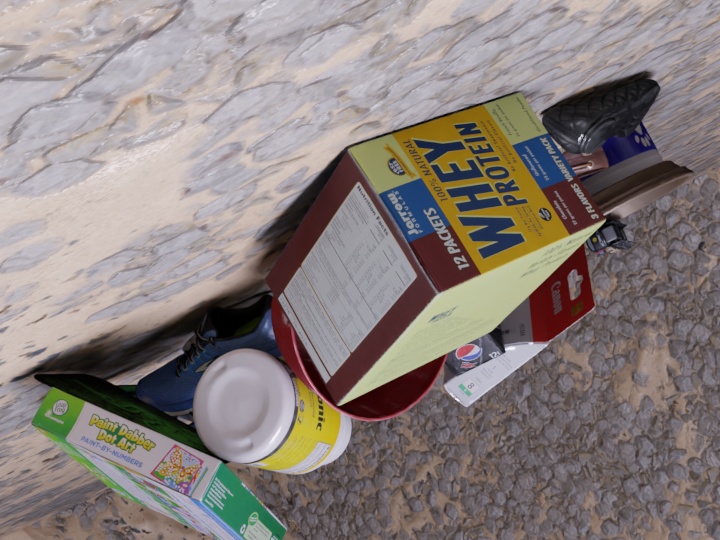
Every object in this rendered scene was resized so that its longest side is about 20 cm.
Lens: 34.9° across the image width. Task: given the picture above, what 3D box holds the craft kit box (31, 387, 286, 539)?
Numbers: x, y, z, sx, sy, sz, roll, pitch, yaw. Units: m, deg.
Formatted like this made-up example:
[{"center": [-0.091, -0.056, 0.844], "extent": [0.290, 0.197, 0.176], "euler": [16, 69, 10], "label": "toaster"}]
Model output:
[{"center": [-0.186, 0.199, 1.090], "extent": [0.049, 0.195, 0.201], "euler": [-65, 156, -22], "label": "craft kit box"}]

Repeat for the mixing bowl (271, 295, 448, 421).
[{"center": [-0.015, 0.041, 1.130], "extent": [0.198, 0.204, 0.108], "euler": [-21, -168, -36], "label": "mixing bowl"}]

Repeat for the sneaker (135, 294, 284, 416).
[{"center": [-0.162, 0.083, 1.244], "extent": [0.198, 0.090, 0.079], "euler": [-29, -143, 5], "label": "sneaker"}]

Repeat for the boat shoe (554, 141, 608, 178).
[{"center": [0.179, -0.090, 1.263], "extent": [0.198, 0.073, 0.072], "euler": [-28, 173, 6], "label": "boat shoe"}]

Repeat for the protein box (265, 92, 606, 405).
[{"center": [0.058, -0.018, 0.973], "extent": [0.197, 0.136, 0.200], "euler": [-22, 162, -35], "label": "protein box"}]

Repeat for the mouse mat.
[{"center": [-0.218, 0.148, 1.153], "extent": [0.008, 0.198, 0.161], "euler": [-63, 171, -1], "label": "mouse mat"}]

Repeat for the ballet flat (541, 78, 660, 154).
[{"center": [0.251, -0.166, 1.160], "extent": [0.199, 0.057, 0.067], "euler": [-26, 147, -50], "label": "ballet flat"}]

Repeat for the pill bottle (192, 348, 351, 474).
[{"center": [-0.083, 0.153, 1.198], "extent": [0.110, 0.113, 0.200], "euler": [-28, 157, 12], "label": "pill bottle"}]

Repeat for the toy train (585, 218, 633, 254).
[{"center": [0.291, -0.036, 1.346], "extent": [0.045, 0.035, 0.200], "euler": [-25, 173, 16], "label": "toy train"}]

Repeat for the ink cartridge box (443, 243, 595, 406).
[{"center": [0.183, 0.050, 1.364], "extent": [0.200, 0.050, 0.162], "euler": [-43, -162, 24], "label": "ink cartridge box"}]

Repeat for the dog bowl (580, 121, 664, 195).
[{"center": [0.261, -0.112, 1.384], "extent": [0.198, 0.080, 0.200], "euler": [-27, 173, -3], "label": "dog bowl"}]

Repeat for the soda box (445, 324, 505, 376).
[{"center": [0.114, 0.020, 1.344], "extent": [0.070, 0.202, 0.063], "euler": [-29, 131, 21], "label": "soda box"}]

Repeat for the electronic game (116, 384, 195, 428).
[{"center": [-0.245, 0.164, 1.288], "extent": [0.196, 0.042, 0.200], "euler": [5, -170, -1], "label": "electronic game"}]

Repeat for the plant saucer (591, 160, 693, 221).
[{"center": [0.287, -0.073, 1.317], "extent": [0.198, 0.030, 0.200], "euler": [-26, 173, -3], "label": "plant saucer"}]

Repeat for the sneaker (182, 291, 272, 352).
[{"center": [-0.101, 0.091, 1.334], "extent": [0.198, 0.120, 0.074], "euler": [-22, 173, -22], "label": "sneaker"}]
